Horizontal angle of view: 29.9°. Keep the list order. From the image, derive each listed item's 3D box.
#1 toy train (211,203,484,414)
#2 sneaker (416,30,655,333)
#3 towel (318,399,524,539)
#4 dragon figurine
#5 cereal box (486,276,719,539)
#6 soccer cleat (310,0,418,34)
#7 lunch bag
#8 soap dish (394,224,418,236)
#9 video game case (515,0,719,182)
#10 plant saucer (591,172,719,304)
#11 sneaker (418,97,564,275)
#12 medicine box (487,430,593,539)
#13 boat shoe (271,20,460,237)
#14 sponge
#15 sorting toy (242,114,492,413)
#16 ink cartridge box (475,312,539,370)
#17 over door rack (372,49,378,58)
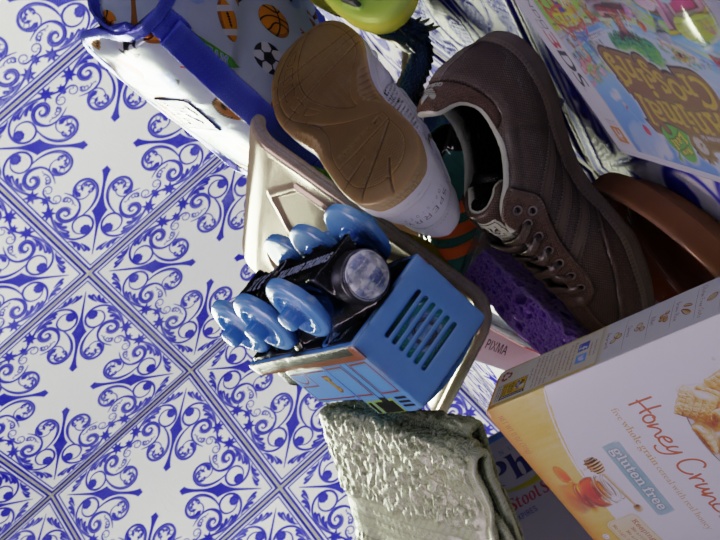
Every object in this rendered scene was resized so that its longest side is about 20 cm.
[{"bbox_3d":[-0.015,0.031,0.819,0.114,0.087,0.200,43,158,-12],"label":"toy train"},{"bbox_3d":[0.094,-0.032,0.763,0.070,0.075,0.201,-6,116,61],"label":"sneaker"},{"bbox_3d":[0.040,0.151,0.824,0.200,0.036,0.149,4,115,63],"label":"towel"},{"bbox_3d":[0.069,-0.096,0.926,0.200,0.100,0.059,40,-159,1],"label":"dragon figurine"},{"bbox_3d":[0.184,0.079,0.684,0.144,0.200,0.040,49,-141,-16],"label":"cereal box"},{"bbox_3d":[-0.003,-0.193,0.884,0.084,0.065,0.200,52,179,-37],"label":"soccer cleat"},{"bbox_3d":[-0.101,-0.160,0.932,0.170,0.124,0.200,40,-163,-34],"label":"lunch bag"},{"bbox_3d":[0.031,-0.051,1.273,0.199,0.081,0.157,27,-177,11],"label":"soap dish"},{"bbox_3d":[0.121,-0.111,0.604,0.182,0.022,0.200,50,176,-21],"label":"video game case"},{"bbox_3d":[0.210,0.017,0.805,0.200,0.032,0.200,48,177,3],"label":"plant saucer"},{"bbox_3d":[0.063,-0.048,0.874,0.080,0.071,0.200,26,134,6],"label":"sneaker"},{"bbox_3d":[0.140,0.173,0.912,0.103,0.182,0.200,52,154,27],"label":"medicine box"},{"bbox_3d":[0.003,-0.081,0.814,0.069,0.071,0.200,40,-165,-39],"label":"boat shoe"},{"bbox_3d":[0.163,0.053,0.829,0.111,0.030,0.200,-7,-134,-50],"label":"sponge"},{"bbox_3d":[0.000,0.000,0.893,0.200,0.036,0.185,40,157,12],"label":"sorting toy"},{"bbox_3d":[0.115,0.064,1.209,0.173,0.044,0.200,31,-175,35],"label":"ink cartridge box"},{"bbox_3d":[-0.014,-0.162,1.161,0.148,0.067,0.200,49,-163,-12],"label":"over door rack"}]
